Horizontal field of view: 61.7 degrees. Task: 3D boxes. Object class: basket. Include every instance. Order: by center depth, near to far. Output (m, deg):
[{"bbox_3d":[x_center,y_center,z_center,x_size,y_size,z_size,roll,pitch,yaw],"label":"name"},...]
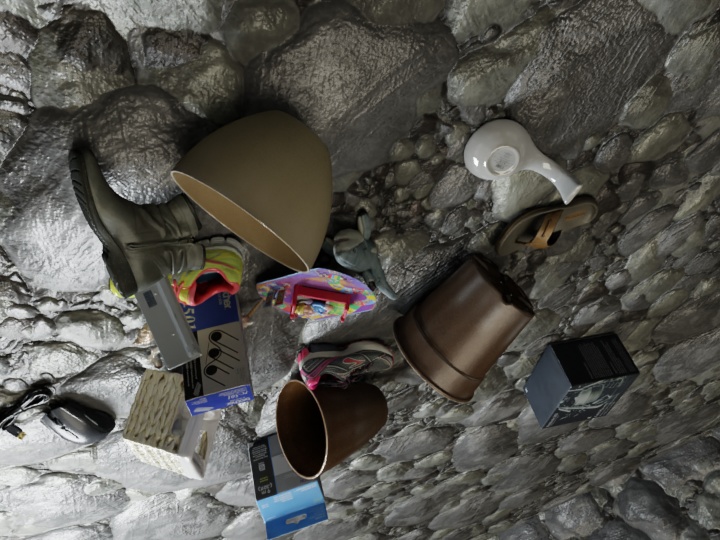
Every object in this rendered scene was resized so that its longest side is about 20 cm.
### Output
[{"bbox_3d":[-0.321,0.268,1.044,0.120,0.138,0.201,12,151,-2],"label":"basket"}]

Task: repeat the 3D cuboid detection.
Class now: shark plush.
[{"bbox_3d":[0.000,0.000,0.962,0.089,0.084,0.201,-22,141,3],"label":"shark plush"}]

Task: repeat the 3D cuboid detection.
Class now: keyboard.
[{"bbox_3d":[-0.283,0.036,0.832,0.055,0.204,0.011,-21,-174,13],"label":"keyboard"}]

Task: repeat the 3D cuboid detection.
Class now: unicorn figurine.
[{"bbox_3d":[-0.265,0.116,0.989,0.196,0.075,0.138,2,140,-29],"label":"unicorn figurine"}]

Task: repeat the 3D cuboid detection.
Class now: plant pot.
[{"bbox_3d":[-0.108,-0.110,0.733,0.136,0.198,0.200,-56,140,-11],"label":"plant pot"},{"bbox_3d":[0.191,0.092,1.080,0.198,0.202,0.199,22,118,-40],"label":"plant pot"},{"bbox_3d":[-0.044,0.301,1.232,0.197,0.189,0.188,-5,141,-40],"label":"plant pot"}]

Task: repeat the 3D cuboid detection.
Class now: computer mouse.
[{"bbox_3d":[-0.548,0.286,1.081,0.138,0.047,0.201,-27,140,6],"label":"computer mouse"}]

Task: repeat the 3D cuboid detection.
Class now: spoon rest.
[{"bbox_3d":[0.244,-0.164,0.915,0.196,0.061,0.100,20,127,-22],"label":"spoon rest"}]

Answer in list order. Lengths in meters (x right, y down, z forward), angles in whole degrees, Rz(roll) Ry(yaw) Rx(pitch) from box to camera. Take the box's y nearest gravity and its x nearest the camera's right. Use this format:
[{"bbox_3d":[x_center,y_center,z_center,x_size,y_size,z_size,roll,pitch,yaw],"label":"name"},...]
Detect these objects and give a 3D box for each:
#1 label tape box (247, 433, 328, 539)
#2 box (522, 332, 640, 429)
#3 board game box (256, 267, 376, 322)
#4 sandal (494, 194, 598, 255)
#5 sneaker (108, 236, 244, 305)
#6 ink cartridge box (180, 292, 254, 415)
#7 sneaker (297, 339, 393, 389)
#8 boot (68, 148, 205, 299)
[{"bbox_3d":[-0.161,0.461,1.325,0.140,0.203,0.067,-16,139,-4],"label":"label tape box"},{"bbox_3d":[0.533,0.271,1.474,0.191,0.126,0.203,-6,139,-14],"label":"box"},{"bbox_3d":[-0.072,0.059,0.969,0.196,0.040,0.157,-12,147,33],"label":"board game box"},{"bbox_3d":[0.329,-0.070,1.048,0.195,0.055,0.083,-17,141,-5],"label":"sandal"},{"bbox_3d":[-0.260,0.012,0.859,0.195,0.092,0.079,-13,142,-7],"label":"sneaker"},{"bbox_3d":[-0.219,0.106,0.896,0.092,0.203,0.045,-12,140,-8],"label":"ink cartridge box"},{"bbox_3d":[-0.025,0.191,1.177,0.195,0.076,0.082,-3,138,-21],"label":"sneaker"},{"bbox_3d":[-0.280,-0.074,0.771,0.129,0.067,0.204,-27,121,-27],"label":"boot"}]
